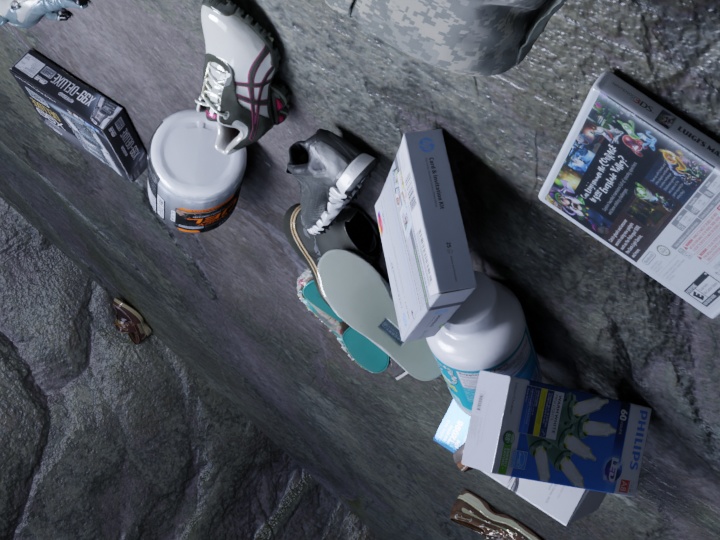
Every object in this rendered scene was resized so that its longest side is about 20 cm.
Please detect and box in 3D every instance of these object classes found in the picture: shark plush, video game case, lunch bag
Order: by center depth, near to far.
[{"bbox_3d":[0.056,-0.206,0.616,0.168,0.139,0.200,40,164,-1],"label":"lunch bag"},{"bbox_3d":[0.234,-0.050,0.840,0.182,0.023,0.200,36,163,9],"label":"video game case"},{"bbox_3d":[-0.408,-0.349,1.401,0.200,0.091,0.083,-7,155,39],"label":"shark plush"}]

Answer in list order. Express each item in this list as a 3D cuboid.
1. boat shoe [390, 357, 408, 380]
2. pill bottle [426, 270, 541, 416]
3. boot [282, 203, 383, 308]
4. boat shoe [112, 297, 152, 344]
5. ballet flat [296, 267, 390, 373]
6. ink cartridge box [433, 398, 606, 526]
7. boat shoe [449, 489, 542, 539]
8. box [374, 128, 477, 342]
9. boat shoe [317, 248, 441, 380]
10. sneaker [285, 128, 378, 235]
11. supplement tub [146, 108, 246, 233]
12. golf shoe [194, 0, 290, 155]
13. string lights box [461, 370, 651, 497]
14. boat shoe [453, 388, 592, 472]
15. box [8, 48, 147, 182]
[{"bbox_3d":[0.076,0.098,1.478,0.057,0.067,0.200,54,159,6],"label":"boat shoe"},{"bbox_3d":[0.136,0.082,1.223,0.111,0.111,0.200,28,159,32],"label":"pill bottle"},{"bbox_3d":[0.000,0.000,1.368,0.200,0.078,0.138,47,156,-28],"label":"boot"},{"bbox_3d":[-0.653,0.147,3.064,0.072,0.072,0.200,31,161,25],"label":"boat shoe"},{"bbox_3d":[-0.020,0.065,1.602,0.200,0.076,0.064,52,-170,-24],"label":"ballet flat"},{"bbox_3d":[0.214,0.225,1.373,0.200,0.084,0.145,31,-169,26],"label":"ink cartridge box"},{"bbox_3d":[0.259,0.504,2.085,0.202,0.075,0.075,27,159,34],"label":"boat shoe"},{"bbox_3d":[0.059,-0.027,1.074,0.200,0.041,0.156,116,145,-71],"label":"box"},{"bbox_3d":[0.024,0.053,1.317,0.201,0.070,0.072,46,-177,-6],"label":"boat shoe"},{"bbox_3d":[-0.044,-0.104,1.212,0.090,0.066,0.200,42,159,0],"label":"sneaker"},{"bbox_3d":[-0.214,-0.120,1.412,0.122,0.123,0.200,39,164,1],"label":"supplement tub"},{"bbox_3d":[-0.128,-0.195,1.114,0.077,0.088,0.200,33,160,26],"label":"golf shoe"},{"bbox_3d":[0.213,0.177,1.178,0.200,0.103,0.059,14,175,-28],"label":"string lights box"},{"bbox_3d":[0.199,0.194,1.238,0.072,0.200,0.076,64,153,20],"label":"boat shoe"},{"bbox_3d":[-0.429,-0.237,1.683,0.200,0.050,0.158,33,162,19],"label":"box"}]
